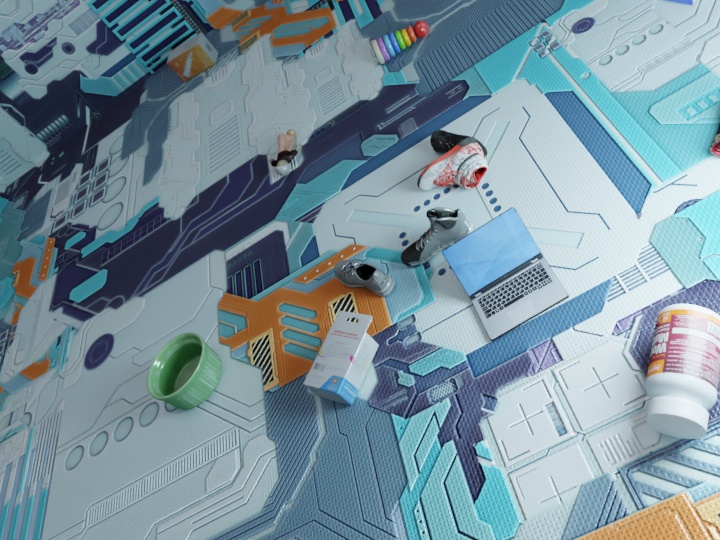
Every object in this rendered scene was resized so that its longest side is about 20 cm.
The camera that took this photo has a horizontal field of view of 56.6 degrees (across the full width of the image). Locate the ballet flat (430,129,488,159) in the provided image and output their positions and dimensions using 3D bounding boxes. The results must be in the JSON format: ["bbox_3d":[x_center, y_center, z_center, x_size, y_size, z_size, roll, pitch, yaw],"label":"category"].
[{"bbox_3d":[0.269,-0.331,1.809,0.066,0.057,0.199,-39,45,-19],"label":"ballet flat"}]

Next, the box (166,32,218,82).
[{"bbox_3d":[-0.784,-0.994,3.127,0.198,0.124,0.098,-21,45,23],"label":"box"}]

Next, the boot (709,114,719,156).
[{"bbox_3d":[0.806,-0.298,1.329,0.199,0.073,0.152,8,60,46],"label":"boot"}]

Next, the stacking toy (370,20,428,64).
[{"bbox_3d":[0.139,-0.783,2.269,0.198,0.086,0.086,-24,43,10],"label":"stacking toy"}]

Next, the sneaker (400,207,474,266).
[{"bbox_3d":[0.167,-0.096,1.626,0.198,0.116,0.076,-28,43,15],"label":"sneaker"}]

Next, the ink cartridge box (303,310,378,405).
[{"bbox_3d":[-0.036,0.202,1.569,0.114,0.068,0.202,6,60,41],"label":"ink cartridge box"}]

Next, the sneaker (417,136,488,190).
[{"bbox_3d":[0.238,-0.244,1.732,0.201,0.067,0.109,-38,60,28],"label":"sneaker"}]

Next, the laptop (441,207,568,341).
[{"bbox_3d":[0.305,0.007,1.431,0.186,0.116,0.201,-32,42,12],"label":"laptop"}]

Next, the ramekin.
[{"bbox_3d":[-0.474,0.279,1.824,0.198,0.098,0.202,-21,45,23],"label":"ramekin"}]

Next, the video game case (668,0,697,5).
[{"bbox_3d":[0.837,-0.778,1.734,0.181,0.046,0.200,-43,41,-3],"label":"video game case"}]

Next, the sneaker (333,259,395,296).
[{"bbox_3d":[0.000,0.000,1.701,0.199,0.082,0.075,14,65,44],"label":"sneaker"}]

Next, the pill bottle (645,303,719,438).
[{"bbox_3d":[0.539,0.167,1.117,0.109,0.110,0.202,0,56,38],"label":"pill bottle"}]

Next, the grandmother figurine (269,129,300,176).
[{"bbox_3d":[-0.259,-0.389,2.255,0.121,0.060,0.201,-31,39,26],"label":"grandmother figurine"}]
